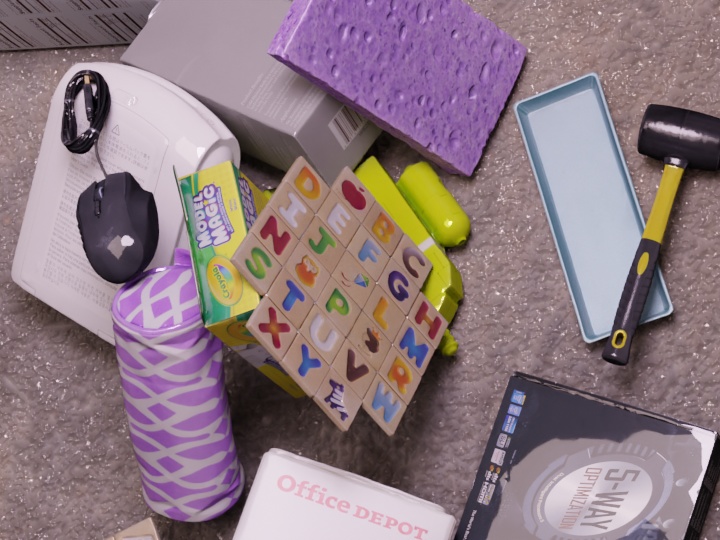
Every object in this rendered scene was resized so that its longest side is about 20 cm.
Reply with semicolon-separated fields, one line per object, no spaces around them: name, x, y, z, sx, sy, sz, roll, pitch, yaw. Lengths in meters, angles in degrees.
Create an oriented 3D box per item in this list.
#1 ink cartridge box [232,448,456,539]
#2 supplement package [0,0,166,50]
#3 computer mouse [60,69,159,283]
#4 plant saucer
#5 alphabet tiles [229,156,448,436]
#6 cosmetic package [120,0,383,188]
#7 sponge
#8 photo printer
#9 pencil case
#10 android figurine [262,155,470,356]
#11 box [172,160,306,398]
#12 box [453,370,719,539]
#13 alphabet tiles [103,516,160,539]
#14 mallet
ink cartridge box;-0.033;0.246;1.426;0.144;0.083;0.202;19;71;4
supplement package;-0.239;-0.298;1.676;0.198;0.147;0.193;0;72;20
computer mouse;-0.189;-0.074;1.478;0.058;0.034;0.201;-32;52;14
plant saucer;0.172;-0.046;1.513;0.069;0.019;0.202;-20;66;14
alphabet tiles;-0.011;0.016;1.417;0.006;0.167;0.200;-31;18;36
cosmetic package;-0.077;-0.151;1.580;0.199;0.090;0.107;27;73;38
sponge;0.031;-0.162;1.508;0.030;0.199;0.112;16;78;53
photo printer;-0.180;-0.053;1.575;0.166;0.069;0.202;27;112;29
pencil case;-0.128;0.090;1.481;0.083;0.201;0.086;17;43;24
android figurine;0.000;0.000;1.550;0.182;0.041;0.201;-39;64;5
box;-0.073;0.004;1.443;0.048;0.200;0.118;-20;66;15
box;0.150;0.189;1.431;0.159;0.044;0.202;16;79;25
alphabet tiles;-0.192;0.306;1.497;0.166;0.008;0.201;-27;66;10
mallet;0.202;-0.030;1.468;0.065;0.041;0.201;22;73;17
